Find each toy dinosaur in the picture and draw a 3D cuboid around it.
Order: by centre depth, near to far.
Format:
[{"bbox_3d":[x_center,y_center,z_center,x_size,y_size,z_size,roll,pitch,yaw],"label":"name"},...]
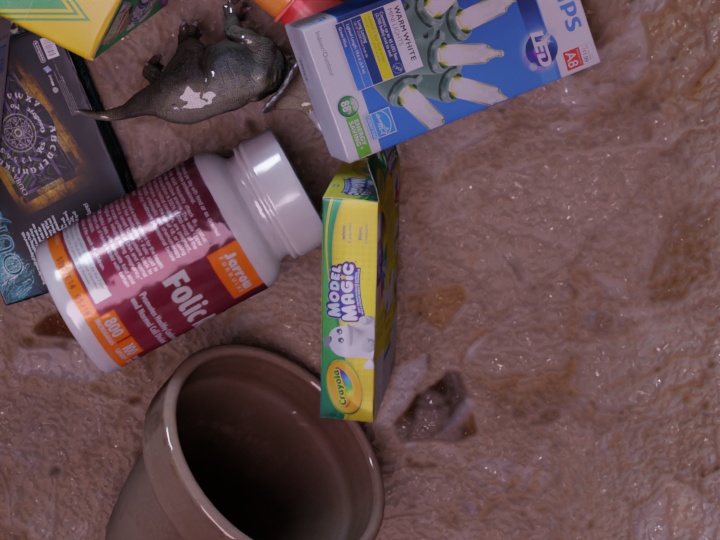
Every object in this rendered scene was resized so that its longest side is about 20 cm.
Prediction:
[{"bbox_3d":[-0.110,-0.142,1.552,0.200,0.102,0.077,-5,121,-10],"label":"toy dinosaur"}]

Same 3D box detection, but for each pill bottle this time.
[{"bbox_3d":[-0.131,-0.017,1.589,0.200,0.114,0.114,-29,102,1],"label":"pill bottle"}]

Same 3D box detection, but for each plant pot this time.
[{"bbox_3d":[-0.111,0.184,1.646,0.200,0.200,0.175,43,127,-6],"label":"plant pot"}]

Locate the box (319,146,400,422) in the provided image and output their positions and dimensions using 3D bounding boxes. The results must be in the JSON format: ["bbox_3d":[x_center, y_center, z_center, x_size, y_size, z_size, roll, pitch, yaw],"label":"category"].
[{"bbox_3d":[0.000,0.000,1.588,0.048,0.117,0.200,6,109,7],"label":"box"}]

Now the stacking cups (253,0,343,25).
[{"bbox_3d":[-0.092,-0.240,1.553,0.200,0.061,0.061,38,110,-4],"label":"stacking cups"}]

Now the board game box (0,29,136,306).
[{"bbox_3d":[-0.254,-0.083,1.651,0.135,0.028,0.200,-17,105,15],"label":"board game box"}]

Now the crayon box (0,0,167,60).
[{"bbox_3d":[-0.228,-0.230,1.506,0.172,0.200,0.058,26,110,0],"label":"crayon box"}]

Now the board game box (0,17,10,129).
[{"bbox_3d":[-0.308,-0.089,1.562,0.040,0.153,0.200,12,110,7],"label":"board game box"}]

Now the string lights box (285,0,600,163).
[{"bbox_3d":[0.059,-0.162,1.513,0.200,0.059,0.103,-23,105,-10],"label":"string lights box"}]
